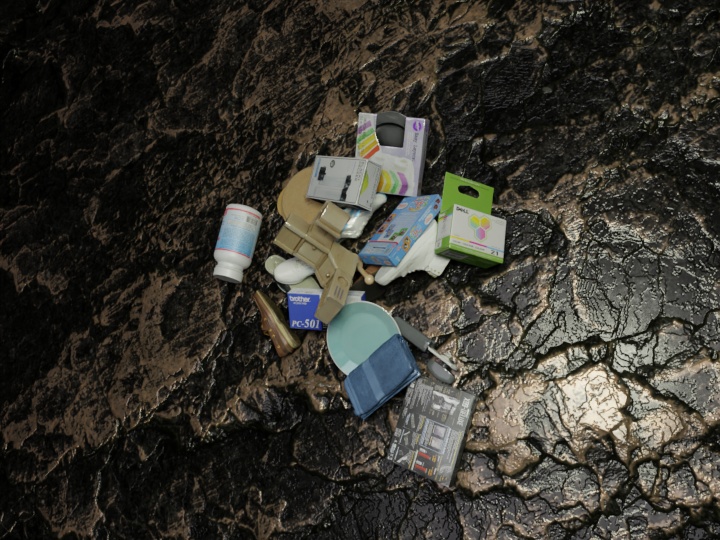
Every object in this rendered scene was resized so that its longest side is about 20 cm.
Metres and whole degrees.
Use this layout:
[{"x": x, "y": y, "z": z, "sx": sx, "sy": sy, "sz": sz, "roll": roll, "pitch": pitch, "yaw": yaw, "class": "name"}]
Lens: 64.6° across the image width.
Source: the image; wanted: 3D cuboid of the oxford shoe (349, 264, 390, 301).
[{"x": 0.041, "y": 0.011, "z": 1.433, "sx": 0.198, "sy": 0.071, "sz": 0.072, "roll": -39, "pitch": 32, "yaw": 11, "class": "oxford shoe"}]

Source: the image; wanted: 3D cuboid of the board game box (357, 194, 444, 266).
[{"x": 0.096, "y": -0.098, "z": 1.373, "sx": 0.201, "sy": 0.037, "sz": 0.150, "roll": -52, "pitch": 24, "yaw": -16, "class": "board game box"}]

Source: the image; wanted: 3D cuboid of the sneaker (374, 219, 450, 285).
[{"x": 0.136, "y": -0.010, "z": 1.353, "sx": 0.199, "sy": 0.116, "sz": 0.074, "roll": -42, "pitch": 20, "yaw": 4, "class": "sneaker"}]

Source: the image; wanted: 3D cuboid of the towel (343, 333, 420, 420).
[{"x": 0.046, "y": 0.246, "z": 1.321, "sx": 0.200, "sy": 0.048, "sz": 0.113, "roll": -45, "pitch": 54, "yaw": 26, "class": "towel"}]

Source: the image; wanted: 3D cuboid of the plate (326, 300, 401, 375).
[{"x": 0.011, "y": 0.169, "z": 1.371, "sx": 0.195, "sy": 0.026, "sz": 0.207, "roll": 5, "pitch": 104, "yaw": 21, "class": "plate"}]

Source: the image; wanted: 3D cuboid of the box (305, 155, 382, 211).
[{"x": -0.044, "y": -0.224, "z": 1.443, "sx": 0.197, "sy": 0.059, "sz": 0.120, "roll": 16, "pitch": 90, "yaw": 44, "class": "box"}]

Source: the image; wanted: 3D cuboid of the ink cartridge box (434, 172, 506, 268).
[{"x": 0.259, "y": -0.125, "z": 1.316, "sx": 0.144, "sy": 0.076, "sz": 0.206, "roll": 13, "pitch": 76, "yaw": -18, "class": "ink cartridge box"}]

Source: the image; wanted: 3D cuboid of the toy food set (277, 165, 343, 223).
[{"x": -0.136, "y": -0.191, "z": 1.575, "sx": 0.199, "sy": 0.049, "sz": 0.200, "roll": -40, "pitch": 62, "yaw": 7, "class": "toy food set"}]

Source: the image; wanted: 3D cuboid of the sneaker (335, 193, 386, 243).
[{"x": -0.010, "y": -0.132, "z": 1.493, "sx": 0.197, "sy": 0.076, "sz": 0.082, "roll": -33, "pitch": 87, "yaw": 6, "class": "sneaker"}]

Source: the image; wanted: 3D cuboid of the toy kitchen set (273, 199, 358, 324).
[{"x": -0.097, "y": -0.034, "z": 1.301, "sx": 0.164, "sy": 0.197, "sz": 0.183, "roll": -48, "pitch": 16, "yaw": 38, "class": "toy kitchen set"}]

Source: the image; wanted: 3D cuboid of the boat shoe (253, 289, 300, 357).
[{"x": -0.235, "y": 0.138, "z": 1.501, "sx": 0.067, "sy": 0.072, "sz": 0.201, "roll": -40, "pitch": 65, "yaw": 5, "class": "boat shoe"}]

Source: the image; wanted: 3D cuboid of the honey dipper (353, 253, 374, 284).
[{"x": 0.000, "y": 0.000, "z": 1.389, "sx": 0.038, "sy": 0.038, "sz": 0.200, "roll": -47, "pitch": 20, "yaw": 4, "class": "honey dipper"}]

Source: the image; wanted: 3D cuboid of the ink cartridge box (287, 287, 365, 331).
[{"x": -0.084, "y": 0.099, "z": 1.423, "sx": 0.194, "sy": 0.044, "sz": 0.097, "roll": 2, "pitch": 107, "yaw": 17, "class": "ink cartridge box"}]

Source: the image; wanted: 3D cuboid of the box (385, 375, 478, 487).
[{"x": 0.160, "y": 0.351, "z": 1.267, "sx": 0.154, "sy": 0.050, "sz": 0.205, "roll": 14, "pitch": 80, "yaw": 27, "class": "box"}]

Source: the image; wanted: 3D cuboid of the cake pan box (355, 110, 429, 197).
[{"x": 0.077, "y": -0.300, "z": 1.455, "sx": 0.179, "sy": 0.052, "sz": 0.206, "roll": 11, "pitch": 104, "yaw": 16, "class": "cake pan box"}]

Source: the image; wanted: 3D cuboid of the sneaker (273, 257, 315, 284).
[{"x": -0.132, "y": -0.022, "z": 1.466, "sx": 0.195, "sy": 0.081, "sz": 0.072, "roll": -15, "pitch": 66, "yaw": -6, "class": "sneaker"}]

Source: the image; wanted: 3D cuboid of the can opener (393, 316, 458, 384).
[{"x": 0.146, "y": 0.181, "z": 1.326, "sx": 0.199, "sy": 0.052, "sz": 0.067, "roll": 40, "pitch": 93, "yaw": 29, "class": "can opener"}]

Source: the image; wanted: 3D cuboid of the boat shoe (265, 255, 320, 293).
[{"x": -0.170, "y": 0.040, "z": 1.514, "sx": 0.199, "sy": 0.068, "sz": 0.072, "roll": 39, "pitch": 66, "yaw": 16, "class": "boat shoe"}]

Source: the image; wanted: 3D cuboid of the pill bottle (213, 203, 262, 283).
[{"x": -0.349, "y": -0.074, "z": 1.599, "sx": 0.106, "sy": 0.109, "sz": 0.206, "roll": 6, "pitch": 75, "yaw": 25, "class": "pill bottle"}]
